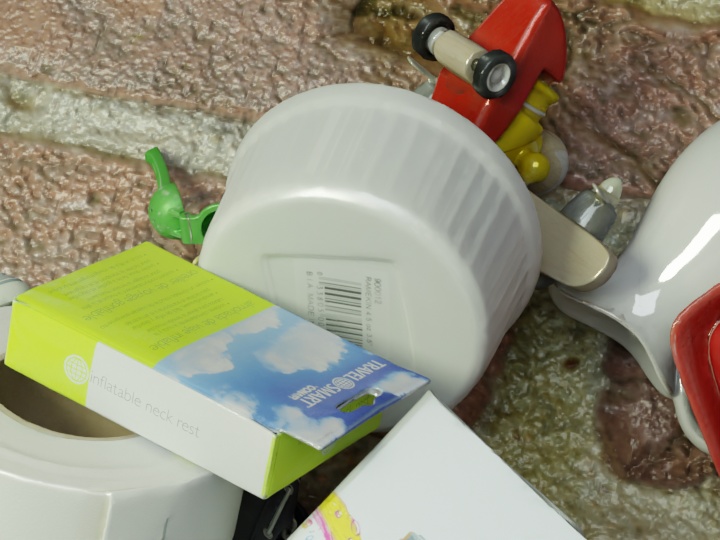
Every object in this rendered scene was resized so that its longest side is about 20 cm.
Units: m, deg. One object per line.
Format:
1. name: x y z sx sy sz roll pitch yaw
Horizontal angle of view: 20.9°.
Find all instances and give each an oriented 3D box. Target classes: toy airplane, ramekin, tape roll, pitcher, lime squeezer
1. toy airplane: 0.077 -0.060 1.258 0.141 0.199 0.201 2 71 -43
2. ramekin: 0.000 0.000 1.148 0.199 0.201 0.098 18 39 8
3. tape roll: -0.159 0.095 1.067 0.201 0.203 0.071 18 114 8
4. pitcher: 0.246 0.003 1.244 0.200 0.121 0.172 -41 87 -3
5. lime squeezer: -0.090 -0.035 1.253 0.199 0.070 0.038 20 112 38

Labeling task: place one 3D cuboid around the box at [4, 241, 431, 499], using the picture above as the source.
1. box: -0.077 0.054 1.055 0.199 0.048 0.122 25 27 24

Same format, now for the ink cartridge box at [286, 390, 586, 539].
1. ink cartridge box: 0.022 0.193 1.045 0.145 0.145 0.200 44 80 12

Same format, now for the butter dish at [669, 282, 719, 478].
1. butter dish: 0.314 0.077 1.153 0.199 0.148 0.200 -30 111 -10

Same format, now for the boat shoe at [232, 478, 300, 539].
1. boat shoe: -0.072 0.145 1.168 0.063 0.072 0.200 56 39 -19

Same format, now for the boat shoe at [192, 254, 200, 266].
1. boat shoe: -0.121 0.050 1.233 0.072 0.060 0.200 37 61 17

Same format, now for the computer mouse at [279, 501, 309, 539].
1. computer mouse: -0.126 0.167 1.210 0.198 0.053 0.139 8 47 6

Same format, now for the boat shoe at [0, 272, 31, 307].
1. boat shoe: -0.312 0.035 1.257 0.200 0.070 0.072 -23 74 -5
